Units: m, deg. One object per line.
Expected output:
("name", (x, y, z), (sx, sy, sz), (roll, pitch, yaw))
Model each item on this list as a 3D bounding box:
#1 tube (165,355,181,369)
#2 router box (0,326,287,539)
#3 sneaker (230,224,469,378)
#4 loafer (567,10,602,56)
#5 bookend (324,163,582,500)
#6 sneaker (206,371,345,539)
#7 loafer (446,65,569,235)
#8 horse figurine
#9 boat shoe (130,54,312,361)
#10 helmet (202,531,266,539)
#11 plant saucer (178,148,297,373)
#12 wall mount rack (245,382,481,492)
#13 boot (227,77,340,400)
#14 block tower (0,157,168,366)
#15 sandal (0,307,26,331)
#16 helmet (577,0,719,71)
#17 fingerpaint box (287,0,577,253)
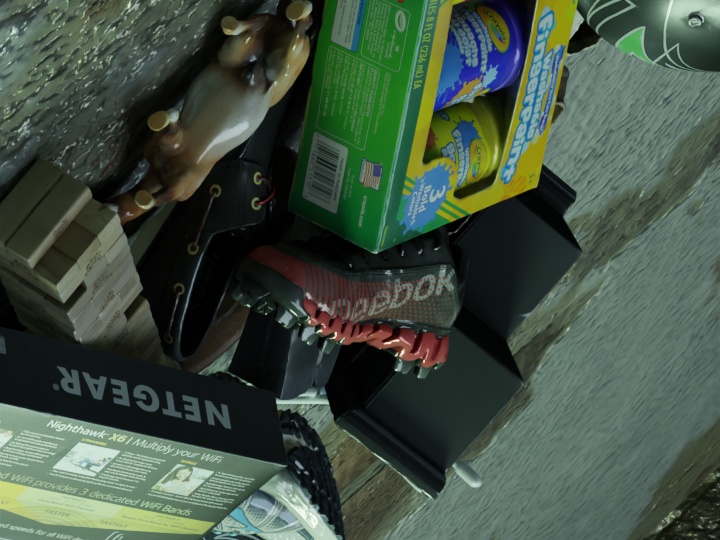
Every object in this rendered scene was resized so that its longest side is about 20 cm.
("tube", (-0.193, 0.114, 1.744), (0.199, 0.052, 0.058), (-32, 137, -1))
("router box", (-0.166, 0.107, 1.598), (0.199, 0.052, 0.157), (16, 139, -36))
("sneaker", (0.000, 0.000, 1.695), (0.200, 0.071, 0.098), (16, 103, -55))
("loafer", (0.108, -0.171, 1.842), (0.076, 0.068, 0.200), (-54, 162, 24))
("bookend", (0.067, 0.023, 1.984), (0.199, 0.092, 0.200), (-49, -163, 11))
("sneaker", (-0.077, 0.124, 1.759), (0.086, 0.078, 0.200), (-24, 145, 16))
("loafer", (0.084, -0.076, 1.900), (0.073, 0.071, 0.200), (1, 157, -22))
("horse figurine", (-0.076, -0.096, 1.573), (0.200, 0.050, 0.133), (-53, 176, -1))
("boat shoe", (-0.076, -0.043, 1.665), (0.202, 0.063, 0.074), (-61, 164, 11))
("helmet", (-0.144, 0.183, 1.852), (0.200, 0.200, 0.191), (-42, 180, -16))
("plant saucer", (-0.096, 0.011, 1.813), (0.200, 0.037, 0.201), (-43, 163, -17))
("wall mount rack", (-0.013, 0.115, 2.048), (0.200, 0.173, 0.075), (3, 88, -69))
("boot", (-0.001, -0.026, 1.795), (0.164, 0.065, 0.201), (-5, 112, -54))
("block tower", (-0.153, 0.022, 1.589), (0.058, 0.054, 0.200), (-51, 156, -19))
("sandal", (-0.196, 0.064, 1.663), (0.200, 0.045, 0.075), (-53, 164, 19))
("helmet", (0.209, -0.212, 1.759), (0.190, 0.201, 0.200), (1, 138, -27))
("fingerpaint box", (0.050, -0.129, 1.667), (0.167, 0.073, 0.201), (-22, 131, -50))
